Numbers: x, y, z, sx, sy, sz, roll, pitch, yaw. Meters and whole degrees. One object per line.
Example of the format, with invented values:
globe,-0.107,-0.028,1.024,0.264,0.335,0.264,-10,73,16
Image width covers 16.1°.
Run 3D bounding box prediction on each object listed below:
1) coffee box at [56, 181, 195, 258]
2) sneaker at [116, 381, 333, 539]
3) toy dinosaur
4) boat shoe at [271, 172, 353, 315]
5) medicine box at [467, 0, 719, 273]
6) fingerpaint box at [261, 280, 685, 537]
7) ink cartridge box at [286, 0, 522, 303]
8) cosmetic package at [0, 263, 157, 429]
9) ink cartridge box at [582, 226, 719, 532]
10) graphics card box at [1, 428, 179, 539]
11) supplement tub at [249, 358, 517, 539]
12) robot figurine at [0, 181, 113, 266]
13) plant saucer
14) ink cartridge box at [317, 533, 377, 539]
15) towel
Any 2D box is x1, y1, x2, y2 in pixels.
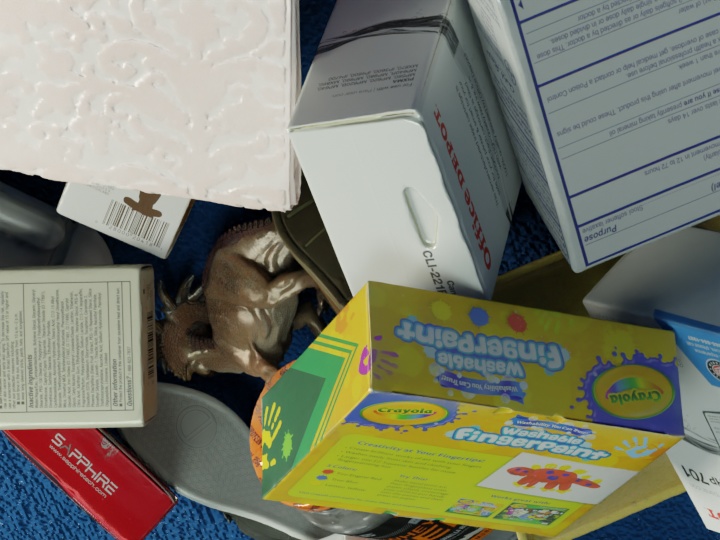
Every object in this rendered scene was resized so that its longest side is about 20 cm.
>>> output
coffee box,-0.109,-0.122,1.563,0.079,0.115,0.200,24,130,-4
sneaker,-0.097,0.142,1.783,0.200,0.071,0.099,29,162,-17
toy dinosaur,-0.080,0.018,1.696,0.135,0.086,0.201,30,122,15
boat shoe,0.000,0.000,1.604,0.072,0.200,0.068,-27,145,0
medicine box,0.168,-0.130,1.448,0.182,0.103,0.200,-22,125,-3
fingerpaint box,0.062,0.084,1.492,0.199,0.074,0.167,9,151,-21
ink cartridge box,0.036,-0.088,1.495,0.083,0.200,0.145,-8,126,20
cosmetic package,-0.231,0.048,1.604,0.199,0.073,0.104,0,92,3
ink cartridge box,0.245,0.078,1.547,0.146,0.086,0.200,15,140,54
graphics card box,-0.187,0.133,1.741,0.125,0.051,0.200,42,172,-2
supplement tub,0.028,0.117,1.664,0.122,0.123,0.200,-31,152,33
robot figurine,-0.248,-0.001,1.697,0.199,0.113,0.170,26,148,-8
plant saucer,0.164,0.057,1.629,0.199,0.048,0.201,-22,116,-9
ink cartridge box,0.019,0.232,1.783,0.160,0.050,0.200,14,159,-21
towel,-0.131,-0.126,1.472,0.199,0.032,0.192,9,129,8
